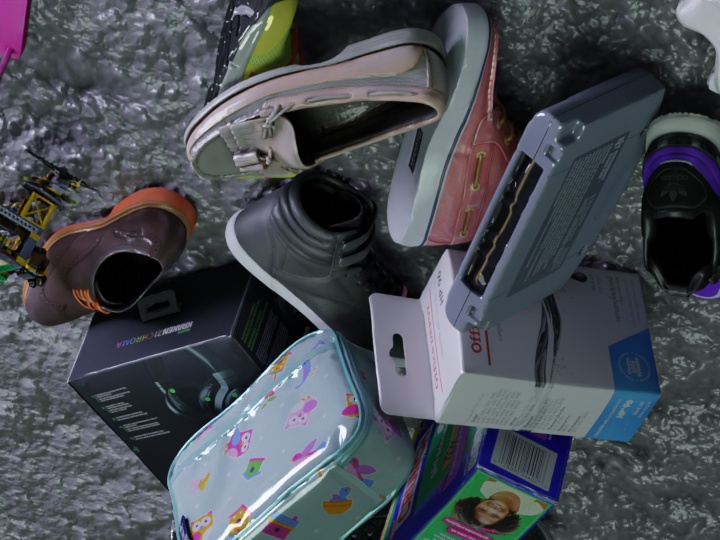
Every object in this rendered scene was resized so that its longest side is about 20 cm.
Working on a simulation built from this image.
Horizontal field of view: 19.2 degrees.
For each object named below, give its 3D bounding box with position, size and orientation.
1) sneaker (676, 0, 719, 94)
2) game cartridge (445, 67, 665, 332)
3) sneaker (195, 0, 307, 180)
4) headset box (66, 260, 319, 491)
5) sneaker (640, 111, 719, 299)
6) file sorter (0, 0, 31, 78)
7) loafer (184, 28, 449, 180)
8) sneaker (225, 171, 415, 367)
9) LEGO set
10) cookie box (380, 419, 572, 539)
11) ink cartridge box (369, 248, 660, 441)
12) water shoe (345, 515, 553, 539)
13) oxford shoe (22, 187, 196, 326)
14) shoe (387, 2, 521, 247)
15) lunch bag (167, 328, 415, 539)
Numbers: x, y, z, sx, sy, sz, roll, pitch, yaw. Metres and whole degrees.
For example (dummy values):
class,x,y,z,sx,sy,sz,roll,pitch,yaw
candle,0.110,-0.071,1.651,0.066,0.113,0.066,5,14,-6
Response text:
class,x,y,z,sx,sy,sz,roll,pitch,yaw
sneaker,0.285,-0.131,1.421,0.099,0.078,0.200,-21,118,42
game cartridge,0.139,-0.051,1.498,0.040,0.133,0.200,45,134,24
sneaker,-0.060,-0.136,1.520,0.090,0.078,0.200,11,144,-7
headset box,-0.117,0.095,1.758,0.174,0.093,0.200,-17,128,31
sneaker,0.230,-0.017,1.515,0.069,0.100,0.200,-1,148,18
file sorter,-0.343,-0.194,1.496,0.199,0.126,0.139,17,138,-1
loafer,-0.032,-0.102,1.456,0.199,0.063,0.072,-22,140,18
sneaker,0.000,0.000,1.638,0.200,0.071,0.099,35,140,-14
LEGO set,-0.304,-0.085,1.640,0.199,0.116,0.154,31,165,-11
cookie box,0.095,0.156,1.703,0.075,0.172,0.200,27,137,-8
ink cartridge box,0.114,0.054,1.590,0.199,0.116,0.068,7,141,-16
water shoe,0.078,0.245,1.895,0.199,0.072,0.079,-1,163,16
oxford shoe,-0.213,0.004,1.706,0.071,0.073,0.200,36,134,-22
shoe,0.085,-0.100,1.515,0.091,0.072,0.201,2,128,-18
lunch bag,-0.061,0.147,1.621,0.200,0.161,0.077,-40,125,14
